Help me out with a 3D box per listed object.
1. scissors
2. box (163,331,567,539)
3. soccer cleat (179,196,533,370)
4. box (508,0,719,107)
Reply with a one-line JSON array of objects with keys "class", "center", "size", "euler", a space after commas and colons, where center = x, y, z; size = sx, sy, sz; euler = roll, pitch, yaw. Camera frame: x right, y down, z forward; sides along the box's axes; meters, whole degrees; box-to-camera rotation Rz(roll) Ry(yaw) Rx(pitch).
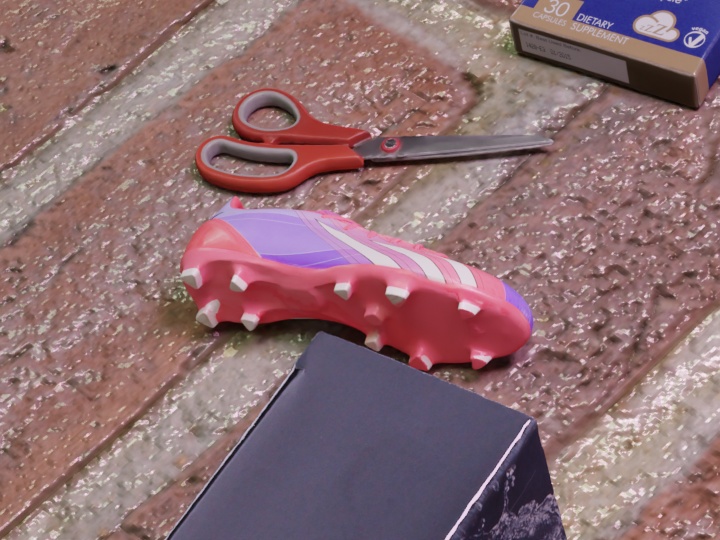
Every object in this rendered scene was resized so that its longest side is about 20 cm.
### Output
[{"class": "scissors", "center": [0.004, -0.062, 1.399], "size": [0.199, 0.014, 0.073], "euler": [11, 52, 23]}, {"class": "box", "center": [-0.005, 0.172, 1.075], "size": [0.117, 0.200, 0.197], "euler": [21, 59, 30]}, {"class": "soccer cleat", "center": [0.000, 0.000, 1.314], "size": [0.199, 0.067, 0.077], "euler": [7, 48, 24]}, {"class": "box", "center": [0.186, -0.185, 1.439], "size": [0.121, 0.032, 0.200], "euler": [20, 57, 30]}]
